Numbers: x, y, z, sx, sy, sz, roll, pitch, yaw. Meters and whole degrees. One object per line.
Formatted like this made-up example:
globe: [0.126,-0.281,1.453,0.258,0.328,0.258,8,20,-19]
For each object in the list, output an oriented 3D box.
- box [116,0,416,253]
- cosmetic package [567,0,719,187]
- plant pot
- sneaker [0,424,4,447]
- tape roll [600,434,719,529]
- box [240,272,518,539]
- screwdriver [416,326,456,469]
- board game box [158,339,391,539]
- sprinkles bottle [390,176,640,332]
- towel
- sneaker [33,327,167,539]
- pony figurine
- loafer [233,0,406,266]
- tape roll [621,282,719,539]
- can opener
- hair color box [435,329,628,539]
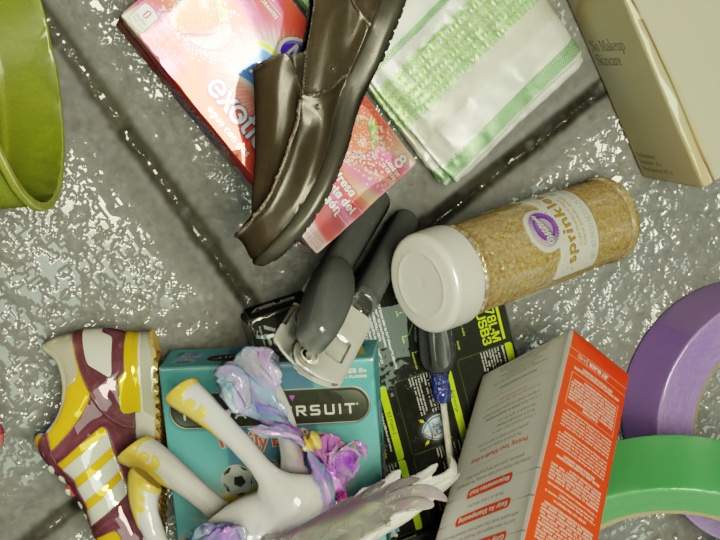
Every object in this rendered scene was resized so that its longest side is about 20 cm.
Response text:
box: [-0.066,-0.121,0.822,0.094,0.103,0.201,-41,104,-6]
cosmetic package: [0.218,-0.169,0.883,0.073,0.103,0.202,-30,103,-7]
plant pot: [-0.301,-0.121,0.732,0.190,0.200,0.203,-9,101,1]
sneaker: [-0.275,0.030,0.808,0.086,0.074,0.202,-26,103,-10]
tape roll: [0.232,0.202,0.907,0.197,0.049,0.202,6,136,5]
box: [0.029,0.098,0.907,0.191,0.047,0.203,-19,101,-13]
screwdriver: [0.063,0.112,0.875,0.028,0.029,0.203,-9,94,-13]
board game box: [-0.055,0.155,0.852,0.149,0.047,0.203,-3,103,6]
sprinkles bottle: [0.114,-0.015,0.858,0.198,0.068,0.069,-18,104,-38]
towel: [0.054,-0.184,0.883,0.149,0.031,0.200,-43,103,-7]
sneaker: [-0.184,0.141,0.853,0.089,0.075,0.203,0,92,-5]
pony figurine: [-0.045,0.150,0.759,0.192,0.166,0.201,-39,76,7]
loafer: [-0.039,-0.101,0.748,0.071,0.073,0.202,23,83,-11]
tape roll: [0.312,0.112,0.967,0.197,0.066,0.203,-2,98,-13]
can opener: [0.000,0.000,0.809,0.053,0.201,0.067,36,129,-5]
hair color box: [0.110,0.148,0.808,0.061,0.101,0.201,36,51,-17]
